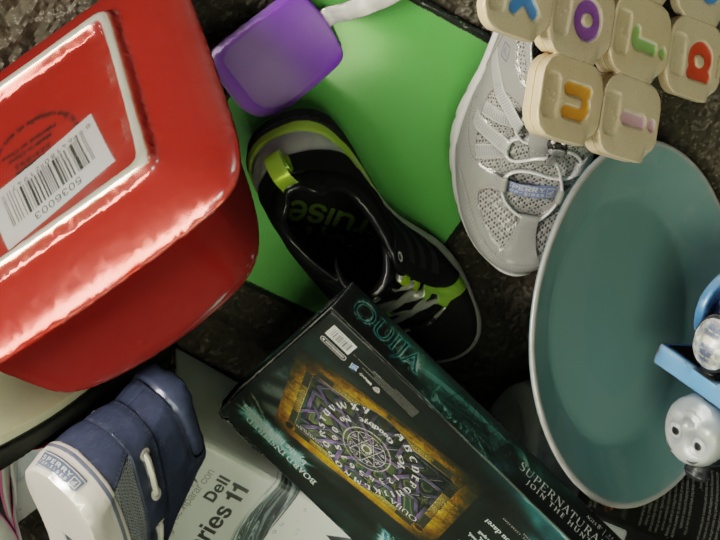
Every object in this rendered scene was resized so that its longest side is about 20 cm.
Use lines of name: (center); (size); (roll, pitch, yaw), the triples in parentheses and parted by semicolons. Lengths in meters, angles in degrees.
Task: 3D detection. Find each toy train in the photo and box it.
toy train: (0.245, 0.065, 1.192); (0.200, 0.087, 0.115); (3, 113, -44)

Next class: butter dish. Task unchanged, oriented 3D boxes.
butter dish: (-0.126, -0.021, 1.098); (0.200, 0.200, 0.148); (-33, 132, 12)

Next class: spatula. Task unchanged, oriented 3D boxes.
spatula: (0.015, -0.146, 1.113); (0.200, 0.021, 0.057); (-30, 125, 11)

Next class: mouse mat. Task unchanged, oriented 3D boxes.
mouse mat: (-0.006, -0.063, 1.177); (0.161, 0.008, 0.200); (26, 116, -19)

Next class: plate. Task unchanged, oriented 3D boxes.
plate: (0.145, 0.028, 1.165); (0.026, 0.200, 0.200); (5, 132, 42)

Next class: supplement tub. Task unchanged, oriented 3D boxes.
supplement tub: (0.165, 0.148, 1.250); (0.199, 0.123, 0.123); (19, 118, -14)

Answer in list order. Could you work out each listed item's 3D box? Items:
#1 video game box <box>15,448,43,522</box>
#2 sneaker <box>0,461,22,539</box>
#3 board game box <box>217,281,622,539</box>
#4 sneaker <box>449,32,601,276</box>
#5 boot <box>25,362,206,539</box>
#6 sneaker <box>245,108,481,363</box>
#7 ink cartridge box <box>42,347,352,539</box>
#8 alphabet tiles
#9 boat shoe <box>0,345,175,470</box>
video game box: (-0.284, 0.093, 1.187); (0.182, 0.047, 0.200); (-39, 117, 10)
sneaker: (-0.213, 0.145, 1.150); (0.080, 0.086, 0.200); (-20, 116, 0)
board game box: (0.028, 0.110, 1.156); (0.200, 0.028, 0.135); (45, 138, -4)
sneaker: (0.092, -0.083, 1.122); (0.074, 0.082, 0.201); (1, 117, -8)
boot: (-0.119, 0.137, 1.155); (0.090, 0.073, 0.200); (-43, 155, -26)
sneaker: (0.000, 0.000, 1.157); (0.072, 0.083, 0.200); (-33, 126, 15)
ink cartridge box: (-0.069, 0.159, 1.260); (0.200, 0.083, 0.147); (30, 114, -19)
alphabet tiles: (0.124, -0.158, 1.045); (0.195, 0.015, 0.201); (10, 87, -47)
boat shoe: (-0.163, 0.067, 1.139); (0.073, 0.201, 0.063); (12, 120, 26)
